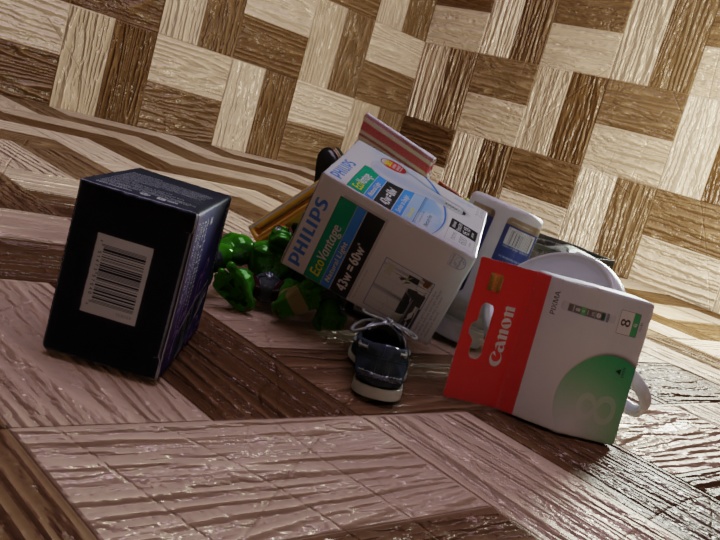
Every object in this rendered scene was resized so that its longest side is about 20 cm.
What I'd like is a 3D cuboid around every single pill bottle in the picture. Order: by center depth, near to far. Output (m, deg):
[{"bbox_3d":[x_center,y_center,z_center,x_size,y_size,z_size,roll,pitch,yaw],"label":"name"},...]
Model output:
[{"bbox_3d":[0.170,0.001,1.230,0.109,0.203,0.111,23,6,-3],"label":"pill bottle"}]

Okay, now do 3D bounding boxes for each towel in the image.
[{"bbox_3d":[0.049,-0.161,1.488,0.145,0.202,0.030,35,52,15],"label":"towel"}]

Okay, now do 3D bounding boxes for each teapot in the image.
[{"bbox_3d":[0.256,0.087,1.094,0.194,0.147,0.202,-11,40,23],"label":"teapot"}]

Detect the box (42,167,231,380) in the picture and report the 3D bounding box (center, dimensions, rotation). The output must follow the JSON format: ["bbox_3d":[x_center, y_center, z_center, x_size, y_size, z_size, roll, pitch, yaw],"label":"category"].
[{"bbox_3d":[-0.197,-0.007,0.803,0.102,0.151,0.200,16,10,-3],"label":"box"}]

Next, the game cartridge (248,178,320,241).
[{"bbox_3d":[-0.073,-0.080,1.311,0.033,0.175,0.200,56,-2,12],"label":"game cartridge"}]

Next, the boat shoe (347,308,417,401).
[{"bbox_3d":[0.021,0.083,0.939,0.073,0.063,0.200,15,9,4],"label":"boat shoe"}]

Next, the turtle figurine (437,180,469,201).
[{"bbox_3d":[0.095,-0.092,1.351,0.196,0.065,0.162,9,22,-24],"label":"turtle figurine"}]

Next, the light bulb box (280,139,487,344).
[{"bbox_3d":[0.035,-0.042,1.059,0.198,0.126,0.199,29,22,1],"label":"light bulb box"}]

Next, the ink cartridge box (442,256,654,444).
[{"bbox_3d":[0.205,0.087,0.943,0.196,0.164,0.050,14,6,-17],"label":"ink cartridge box"}]

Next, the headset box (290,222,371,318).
[{"bbox_3d":[0.000,0.000,1.291,0.171,0.095,0.199,21,9,20],"label":"headset box"}]

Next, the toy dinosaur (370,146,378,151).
[{"bbox_3d":[0.057,-0.078,1.205,0.100,0.204,0.136,-16,-12,5],"label":"toy dinosaur"}]

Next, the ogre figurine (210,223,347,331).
[{"bbox_3d":[-0.114,0.005,1.077,0.195,0.100,0.121,1,29,-3],"label":"ogre figurine"}]

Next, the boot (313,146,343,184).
[{"bbox_3d":[-0.083,-0.115,1.491,0.077,0.205,0.137,-9,-7,43],"label":"boot"}]

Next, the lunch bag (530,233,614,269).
[{"bbox_3d":[0.289,0.029,1.418,0.116,0.167,0.199,1,18,-41],"label":"lunch bag"}]
